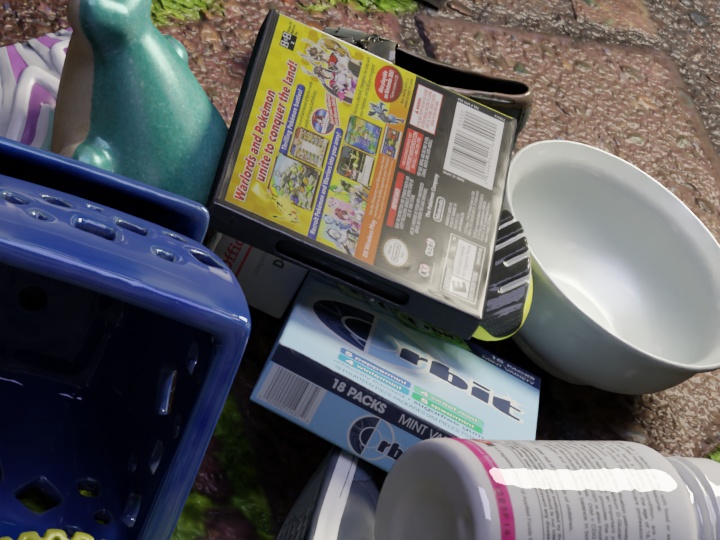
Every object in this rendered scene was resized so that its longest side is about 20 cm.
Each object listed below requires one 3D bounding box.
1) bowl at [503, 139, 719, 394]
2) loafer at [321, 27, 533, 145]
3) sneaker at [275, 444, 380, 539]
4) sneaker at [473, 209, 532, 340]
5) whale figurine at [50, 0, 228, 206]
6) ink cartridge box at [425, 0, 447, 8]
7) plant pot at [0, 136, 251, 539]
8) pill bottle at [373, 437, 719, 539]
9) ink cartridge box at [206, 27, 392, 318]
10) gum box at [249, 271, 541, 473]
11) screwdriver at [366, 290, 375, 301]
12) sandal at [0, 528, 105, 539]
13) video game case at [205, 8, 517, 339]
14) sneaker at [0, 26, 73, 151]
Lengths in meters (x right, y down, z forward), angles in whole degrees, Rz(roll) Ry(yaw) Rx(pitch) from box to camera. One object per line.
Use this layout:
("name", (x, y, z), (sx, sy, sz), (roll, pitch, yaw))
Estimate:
("bowl", (0.157, 0.014, 1.832), (0.201, 0.090, 0.201), (26, 36, -20))
("loafer", (0.030, -0.143, 1.953), (0.200, 0.063, 0.072), (20, 40, -12))
("sneaker", (0.021, 0.191, 1.583), (0.146, 0.077, 0.202), (26, 35, -10))
("sneaker", (0.060, -0.002, 1.775), (0.078, 0.090, 0.200), (-19, 35, -13))
("whale figurine", (-0.134, -0.099, 1.687), (0.104, 0.200, 0.159), (11, 37, 17))
("ink cartridge box", (0.039, -0.295, 2.136), (0.095, 0.037, 0.200), (26, 41, -15))
("plant pot", (-0.187, 0.040, 1.518), (0.200, 0.200, 0.180), (17, 24, -15))
("pill bottle", (0.119, 0.153, 1.535), (0.200, 0.113, 0.113), (3, 46, -32))
("ink cartridge box", (-0.047, -0.053, 1.767), (0.067, 0.117, 0.200), (25, 41, -4))
("gum box", (0.027, 0.073, 1.678), (0.170, 0.045, 0.200), (28, 16, -2))
("screwdriver", (0.000, 0.000, 1.737), (0.029, 0.028, 0.200), (57, 2, -18))
("sandal", (-0.134, 0.193, 1.450), (0.200, 0.080, 0.087), (3, 46, -9))
("video game case", (0.004, -0.063, 1.698), (0.181, 0.026, 0.200), (24, 41, -10))
("sneaker", (-0.237, -0.134, 1.769), (0.140, 0.078, 0.200), (28, 39, -3))
